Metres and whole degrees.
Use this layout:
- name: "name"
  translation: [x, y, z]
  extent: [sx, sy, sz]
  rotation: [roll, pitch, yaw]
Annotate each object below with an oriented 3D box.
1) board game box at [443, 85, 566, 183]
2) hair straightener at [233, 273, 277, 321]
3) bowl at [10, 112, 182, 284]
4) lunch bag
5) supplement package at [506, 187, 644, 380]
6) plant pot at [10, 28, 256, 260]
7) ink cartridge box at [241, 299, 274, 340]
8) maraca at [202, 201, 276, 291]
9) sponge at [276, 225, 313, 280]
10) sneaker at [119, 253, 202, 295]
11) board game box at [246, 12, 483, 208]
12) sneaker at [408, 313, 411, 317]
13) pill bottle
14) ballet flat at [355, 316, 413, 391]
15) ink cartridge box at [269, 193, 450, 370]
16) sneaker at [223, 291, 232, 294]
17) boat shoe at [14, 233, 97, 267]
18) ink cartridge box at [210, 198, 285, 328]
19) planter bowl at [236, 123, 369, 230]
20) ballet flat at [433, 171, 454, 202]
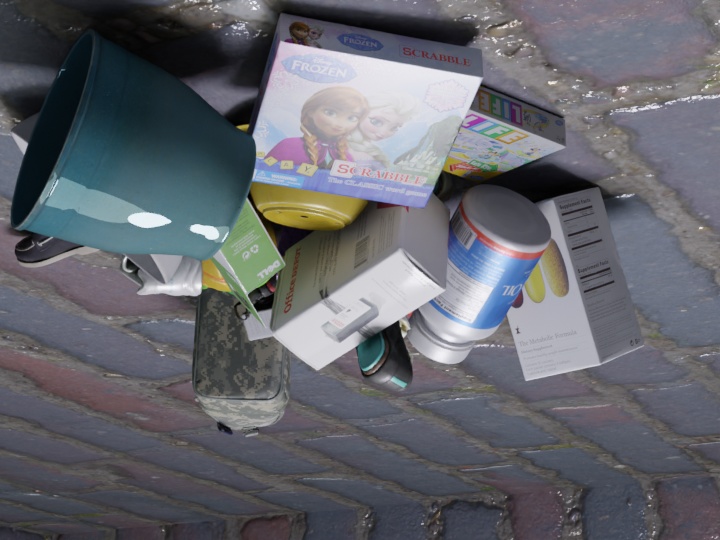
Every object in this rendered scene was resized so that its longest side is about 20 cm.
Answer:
- name: "board game box"
  translation: [0.101, -0.152, 1.623]
  extent: [0.200, 0.034, 0.134]
  rotation: [15, 156, -38]
- name: "hair straightener"
  translation: [-0.085, 0.012, 1.930]
  extent: [0.200, 0.041, 0.077]
  rotation: [-37, 178, -33]
- name: "bowl"
  translation: [-0.269, -0.090, 1.651]
  extent: [0.200, 0.075, 0.200]
  rotation: [36, 166, 16]
- name: "lunch bag"
  translation: [-0.162, 0.122, 2.175]
  extent: [0.139, 0.200, 0.168]
  rotation: [-1, 160, 4]
- name: "supplement package"
  translation: [0.240, 0.015, 1.819]
  extent: [0.114, 0.200, 0.109]
  rotation: [-17, 179, 40]
- name: "plant pot"
  translation: [-0.209, -0.103, 1.464]
  extent: [0.188, 0.200, 0.200]
  rotation: [20, 155, -22]
- name: "ink cartridge box"
  translation: [-0.023, 0.020, 1.953]
  extent: [0.200, 0.043, 0.198]
  rotation: [-10, -163, 28]
- name: "maraca"
  translation: [-0.178, -0.032, 1.860]
  extent: [0.200, 0.137, 0.107]
  rotation: [-9, -155, 49]
- name: "sponge"
  translation: [-0.001, -0.029, 1.873]
  extent: [0.200, 0.112, 0.030]
  rotation: [-4, 123, 5]
- name: "sneaker"
  translation: [-0.248, -0.031, 1.795]
  extent: [0.080, 0.071, 0.200]
  rotation: [-8, -151, -21]
- name: "board game box"
  translation: [-0.004, -0.151, 1.502]
  extent: [0.200, 0.041, 0.200]
  rotation: [8, 141, -11]
- name: "sneaker"
  translation: [0.103, 0.044, 2.085]
  extent: [0.075, 0.085, 0.200]
  rotation: [-12, 172, 23]
- name: "pill bottle"
  translation: [0.129, 0.009, 1.764]
  extent: [0.112, 0.112, 0.200]
  rotation: [9, 129, -25]
- name: "ballet flat"
  translation: [0.023, 0.075, 1.756]
  extent: [0.068, 0.200, 0.068]
  rotation: [36, 113, -25]
- name: "ink cartridge box"
  translation: [0.000, 0.000, 1.717]
  extent: [0.200, 0.146, 0.085]
  rotation: [-32, 121, 29]
- name: "sneaker"
  translation: [-0.185, 0.002, 1.978]
  extent: [0.200, 0.084, 0.074]
  rotation: [-17, -163, 42]
- name: "boat shoe"
  translation: [-0.373, -0.053, 1.916]
  extent: [0.200, 0.073, 0.063]
  rotation: [-10, 116, 43]
- name: "ink cartridge box"
  translation: [-0.145, -0.041, 1.704]
  extent: [0.104, 0.059, 0.200]
  rotation: [39, 161, 54]
- name: "planter bowl"
  translation: [-0.056, -0.093, 1.664]
  extent: [0.200, 0.084, 0.200]
  rotation: [8, 170, 1]
- name: "ballet flat"
  translation: [0.016, -0.081, 1.789]
  extent: [0.200, 0.068, 0.062]
  rotation: [-7, 170, 21]
